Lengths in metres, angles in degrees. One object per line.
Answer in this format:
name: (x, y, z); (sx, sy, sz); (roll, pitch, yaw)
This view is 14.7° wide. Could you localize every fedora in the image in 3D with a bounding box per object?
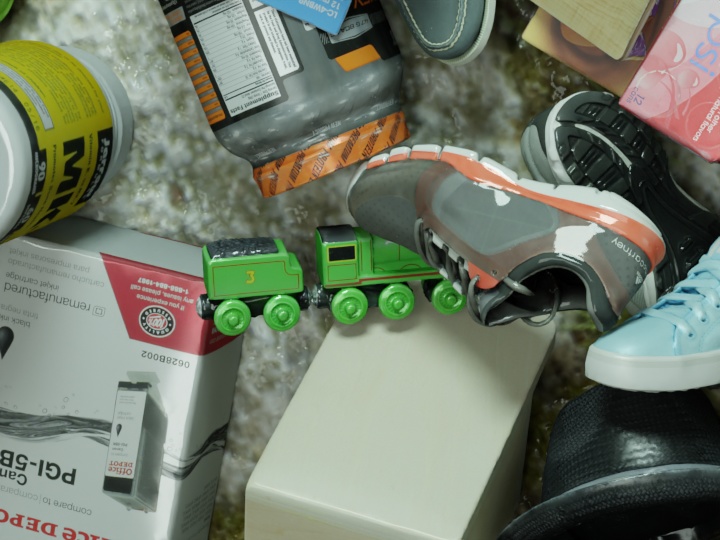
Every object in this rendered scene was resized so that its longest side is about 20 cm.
fedora: (0.160, 0.117, 1.610); (0.199, 0.200, 0.092); (-15, 67, 18)

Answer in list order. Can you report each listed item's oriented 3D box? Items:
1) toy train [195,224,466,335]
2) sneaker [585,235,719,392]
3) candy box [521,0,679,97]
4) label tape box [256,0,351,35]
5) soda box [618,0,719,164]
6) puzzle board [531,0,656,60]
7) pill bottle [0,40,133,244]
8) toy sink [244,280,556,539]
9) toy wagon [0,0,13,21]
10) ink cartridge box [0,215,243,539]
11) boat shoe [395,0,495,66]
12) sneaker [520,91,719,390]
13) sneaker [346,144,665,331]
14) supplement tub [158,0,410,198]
toy train: (0.000, 0.000, 1.651); (0.198, 0.042, 0.057); (-6, 110, -10)
sneaker: (0.204, 0.011, 1.568); (0.074, 0.199, 0.083); (11, 112, 53)
candy box: (0.207, -0.136, 1.596); (0.199, 0.056, 0.117); (31, 107, 7)
label tape box: (-0.032, -0.245, 1.526); (0.143, 0.066, 0.201); (23, 95, -12)
soda box: (0.223, -0.160, 1.526); (0.070, 0.063, 0.201); (32, 103, 8)
puzzle board: (0.116, -0.232, 1.582); (0.200, 0.017, 0.151); (39, 112, 36)
pill bottle: (-0.213, -0.077, 1.654); (0.113, 0.200, 0.115); (3, 102, 16)
toy sink: (0.026, 0.115, 1.656); (0.129, 0.200, 0.113); (15, 134, 13)
toy wagon: (-0.306, -0.148, 1.754); (0.154, 0.040, 0.201); (25, 107, 11)
ink cartridge box: (-0.159, 0.080, 1.731); (0.146, 0.083, 0.201); (13, 103, 13)
boat shoe: (0.023, -0.214, 1.607); (0.073, 0.062, 0.201); (-19, 80, 38)
sneaker: (0.165, -0.018, 1.630); (0.074, 0.079, 0.201); (-39, 103, -21)
sneaker: (0.068, -0.013, 1.566); (0.199, 0.077, 0.082); (11, 62, 33)
supplement tub: (-0.051, -0.152, 1.633); (0.122, 0.123, 0.201); (-21, 95, 19)
